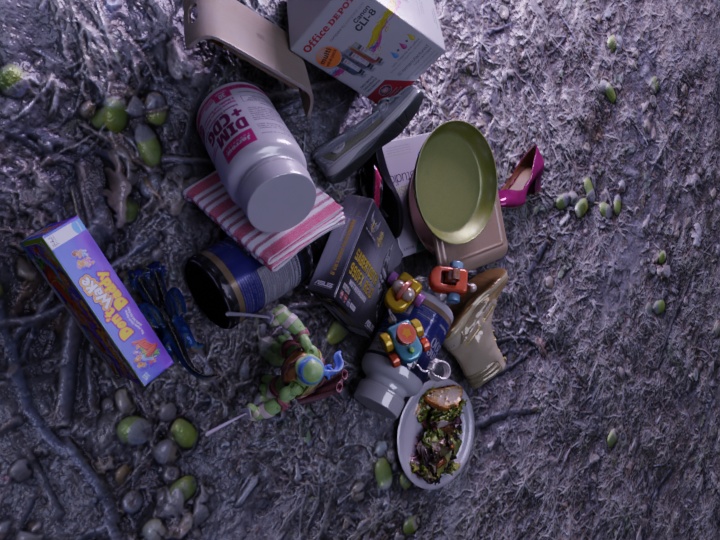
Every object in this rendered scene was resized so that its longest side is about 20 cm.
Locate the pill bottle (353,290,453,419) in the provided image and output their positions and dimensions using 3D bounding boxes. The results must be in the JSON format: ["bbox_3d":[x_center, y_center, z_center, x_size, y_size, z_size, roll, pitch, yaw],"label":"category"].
[{"bbox_3d":[0.069,0.139,1.080,0.111,0.110,0.202,41,66,-29],"label":"pill bottle"}]

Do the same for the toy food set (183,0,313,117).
[{"bbox_3d":[-0.158,-0.309,0.917,0.198,0.060,0.145,22,38,-34],"label":"toy food set"}]

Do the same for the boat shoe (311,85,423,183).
[{"bbox_3d":[0.012,-0.223,1.012,0.065,0.201,0.074,51,14,9],"label":"boat shoe"}]

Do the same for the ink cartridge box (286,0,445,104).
[{"bbox_3d":[0.004,-0.383,0.986,0.198,0.145,0.146,21,48,-35],"label":"ink cartridge box"}]

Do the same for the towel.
[{"bbox_3d":[-0.136,-0.090,0.900,0.146,0.199,0.030,-36,150,-31],"label":"towel"}]

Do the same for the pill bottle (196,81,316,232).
[{"bbox_3d":[-0.139,-0.151,0.857,0.112,0.201,0.114,-20,142,-17],"label":"pill bottle"}]

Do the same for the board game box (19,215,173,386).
[{"bbox_3d":[-0.316,0.037,0.770,0.045,0.134,0.202,-39,112,-31],"label":"board game box"}]

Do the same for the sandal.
[{"bbox_3d":[0.018,-0.147,1.071,0.045,0.075,0.203,-19,93,-38],"label":"sandal"}]

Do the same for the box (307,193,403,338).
[{"bbox_3d":[0.000,0.000,1.009,0.160,0.048,0.200,-68,156,-16],"label":"box"}]

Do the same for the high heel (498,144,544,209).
[{"bbox_3d":[0.311,-0.186,1.296,0.199,0.067,0.098,-31,119,-49],"label":"high heel"}]

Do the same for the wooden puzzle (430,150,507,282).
[{"bbox_3d":[0.184,-0.099,1.138,0.183,0.037,0.203,-19,106,-37],"label":"wooden puzzle"}]

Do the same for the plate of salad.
[{"bbox_3d":[0.148,0.300,1.179,0.198,0.048,0.204,0,89,-38],"label":"plate of salad"}]

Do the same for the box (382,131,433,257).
[{"bbox_3d":[0.094,-0.136,1.149,0.143,0.036,0.203,-19,103,-36],"label":"box"}]

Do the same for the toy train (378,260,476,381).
[{"bbox_3d":[0.108,0.065,1.022,0.148,0.056,0.203,13,68,0],"label":"toy train"}]

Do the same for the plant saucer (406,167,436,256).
[{"bbox_3d":[0.150,-0.120,1.151,0.198,0.034,0.204,1,88,-39],"label":"plant saucer"}]

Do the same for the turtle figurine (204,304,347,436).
[{"bbox_3d":[-0.128,0.127,0.891,0.197,0.194,0.146,-14,83,-13],"label":"turtle figurine"}]

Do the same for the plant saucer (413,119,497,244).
[{"bbox_3d":[0.153,-0.145,1.066,0.198,0.031,0.204,-4,97,-40],"label":"plant saucer"}]

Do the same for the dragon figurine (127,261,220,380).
[{"bbox_3d":[-0.244,0.063,0.814,0.058,0.200,0.100,-26,129,-17],"label":"dragon figurine"}]

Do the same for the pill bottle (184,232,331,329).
[{"bbox_3d":[-0.140,-0.012,0.921,0.199,0.111,0.113,-34,109,-33],"label":"pill bottle"}]

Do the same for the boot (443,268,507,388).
[{"bbox_3d":[0.240,0.109,1.235,0.200,0.072,0.156,-46,115,-26],"label":"boot"}]
